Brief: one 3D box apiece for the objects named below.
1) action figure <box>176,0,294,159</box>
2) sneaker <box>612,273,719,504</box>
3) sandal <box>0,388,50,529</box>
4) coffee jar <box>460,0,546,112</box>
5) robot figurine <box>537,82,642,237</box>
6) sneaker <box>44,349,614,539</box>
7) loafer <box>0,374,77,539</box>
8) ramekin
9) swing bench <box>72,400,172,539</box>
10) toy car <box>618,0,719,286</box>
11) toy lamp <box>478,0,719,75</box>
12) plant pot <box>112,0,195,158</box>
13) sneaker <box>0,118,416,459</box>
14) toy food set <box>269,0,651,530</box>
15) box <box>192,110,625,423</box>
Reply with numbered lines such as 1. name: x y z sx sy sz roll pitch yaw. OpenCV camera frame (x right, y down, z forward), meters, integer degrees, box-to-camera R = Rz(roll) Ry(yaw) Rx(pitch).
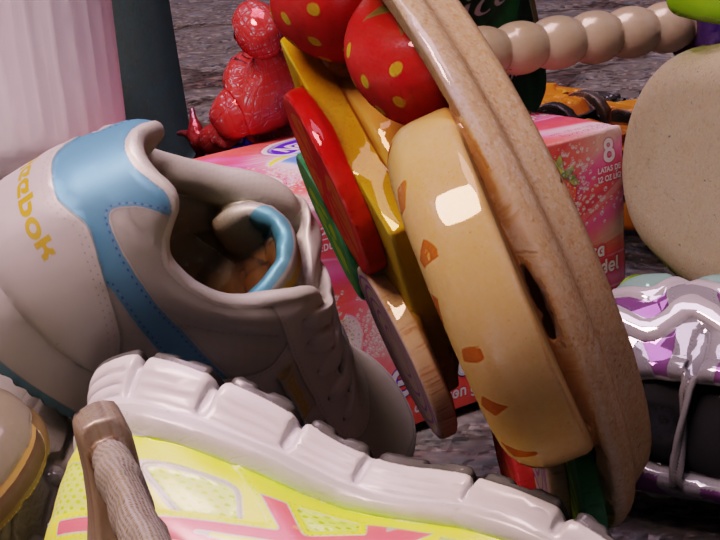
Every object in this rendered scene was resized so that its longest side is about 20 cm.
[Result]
1. action figure: -0.037 -0.057 0.966 0.065 0.052 0.200 -27 -18 -10
2. sneaker: 0.141 0.053 0.723 0.199 0.078 0.140 -2 16 4
3. sandal: -0.170 0.087 0.625 0.200 0.054 0.080 -42 29 -27
4. coffee jar: 0.021 -0.135 0.958 0.104 0.200 0.085 -14 57 -2
5. robot figurine: 0.140 -0.049 1.105 0.200 0.058 0.145 10 21 36
6. sneaker: -0.001 0.097 0.634 0.200 0.078 0.090 18 65 21
7. loafer: -0.102 0.050 0.749 0.070 0.070 0.200 -30 30 25
8. ramekin: -0.183 -0.064 0.880 0.200 0.098 0.200 -13 -5 -1
9. swing bench: -0.124 0.120 0.469 0.199 0.130 0.199 -1 15 -13
10. toy car: 0.215 -0.031 0.886 0.199 0.165 0.158 3 12 -26
11. toy lamp: 0.067 -0.090 0.922 0.200 0.058 0.058 -13 19 -31
12. plant pot: -0.165 -0.095 1.072 0.200 0.197 0.200 -3 15 1
13. sneaker: -0.036 0.022 0.726 0.081 0.077 0.200 -30 -37 23
14. toy food set: 0.027 -0.005 0.682 0.049 0.198 0.200 -26 57 -6
15. box: 0.000 0.000 0.897 0.200 0.095 0.102 -16 20 -38
